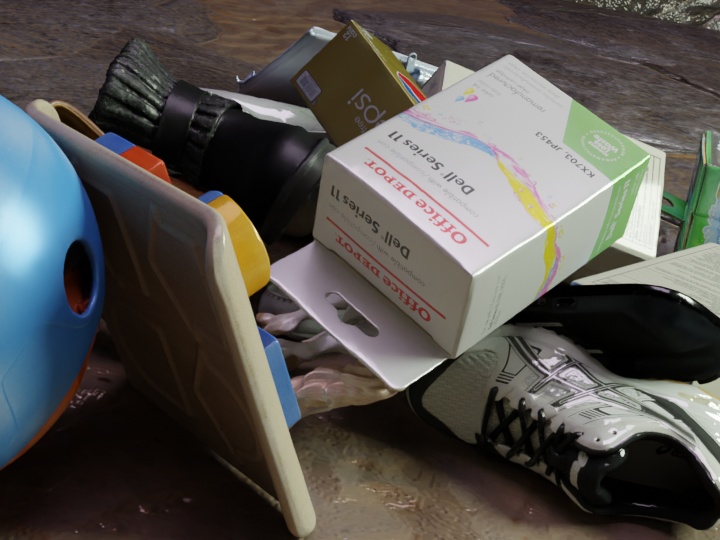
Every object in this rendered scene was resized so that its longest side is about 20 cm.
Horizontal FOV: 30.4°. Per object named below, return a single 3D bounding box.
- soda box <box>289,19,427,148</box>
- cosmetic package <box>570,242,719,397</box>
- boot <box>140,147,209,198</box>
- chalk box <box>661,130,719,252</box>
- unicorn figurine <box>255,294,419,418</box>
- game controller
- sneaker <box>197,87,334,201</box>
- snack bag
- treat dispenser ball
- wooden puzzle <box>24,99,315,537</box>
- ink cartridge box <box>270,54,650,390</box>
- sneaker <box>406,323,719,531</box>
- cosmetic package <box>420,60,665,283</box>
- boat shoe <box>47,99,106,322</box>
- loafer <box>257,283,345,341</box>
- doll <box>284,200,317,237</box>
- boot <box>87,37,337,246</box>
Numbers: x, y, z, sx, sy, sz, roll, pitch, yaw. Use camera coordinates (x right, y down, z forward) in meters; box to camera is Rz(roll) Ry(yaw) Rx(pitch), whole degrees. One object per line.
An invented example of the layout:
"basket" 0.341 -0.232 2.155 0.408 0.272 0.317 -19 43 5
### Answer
"soda box" 0.037 -0.071 0.903 0.201 0.064 0.068 56 16 22
"cosmetic package" 0.231 0.041 0.914 0.103 0.074 0.199 26 25 37
"boot" -0.108 -0.085 1.114 0.186 0.069 0.200 24 27 2
"chalk box" 0.322 -0.034 1.093 0.197 0.126 0.124 13 21 12
"unicorn figurine" 0.003 0.025 0.786 0.136 0.074 0.201 -20 36 9
"game controller" 0.129 0.036 0.801 0.198 0.043 0.104 -4 -35 45
"sneaker" -0.068 -0.104 1.064 0.198 0.077 0.081 19 28 16
"snack bag" 0.012 -0.144 1.101 0.198 0.022 0.188 15 -12 -22
"treat dispenser ball" -0.217 0.005 0.605 0.198 0.204 0.201 9 20 -3
"wooden puzzle" -0.088 0.016 0.671 0.046 0.187 0.199 -31 39 -23
"ink cartridge box" 0.054 -0.032 0.738 0.117 0.068 0.199 39 52 25
"sneaker" 0.117 0.087 0.733 0.197 0.077 0.088 12 24 13
"cosmetic package" 0.127 -0.068 1.022 0.198 0.105 0.087 21 -26 -16
"boat shoe" -0.137 -0.019 0.799 0.200 0.068 0.072 45 46 2
"loafer" 0.000 0.000 0.919 0.069 0.071 0.199 20 22 27
"doll" 0.013 -0.058 1.113 0.198 0.049 0.137 -8 48 -38
"boot" -0.109 -0.093 0.914 0.157 0.080 0.211 35 -6 -15
